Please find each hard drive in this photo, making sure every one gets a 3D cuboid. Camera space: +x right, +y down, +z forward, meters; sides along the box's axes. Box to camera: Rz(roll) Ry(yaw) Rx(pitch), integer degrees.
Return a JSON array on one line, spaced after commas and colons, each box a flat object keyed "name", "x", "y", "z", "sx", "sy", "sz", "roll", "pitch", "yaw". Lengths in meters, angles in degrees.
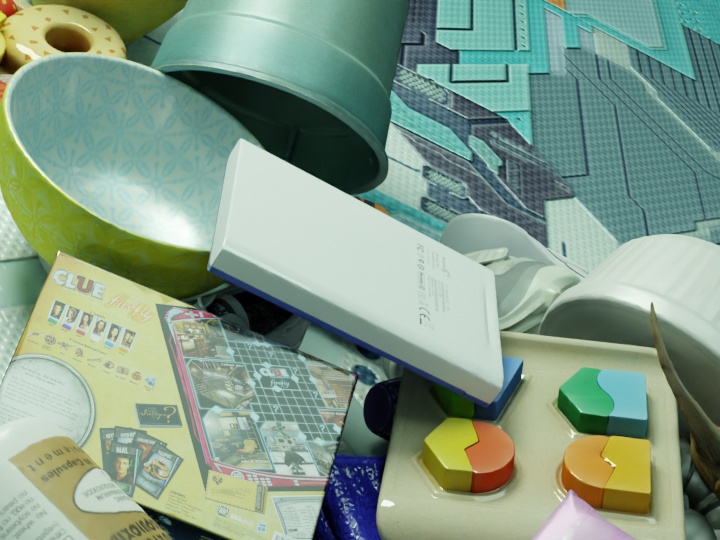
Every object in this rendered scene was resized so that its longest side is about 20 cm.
[{"name": "hard drive", "x": 0.000, "y": 0.000, "z": 1.002, "sx": 0.199, "sy": 0.025, "sz": 0.132, "roll": 27, "pitch": 31, "yaw": -16}]

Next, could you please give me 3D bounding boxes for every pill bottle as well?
[{"name": "pill bottle", "x": -0.127, "y": 0.177, "z": 0.758, "sx": 0.200, "sy": 0.115, "sz": 0.114, "roll": 42, "pitch": 32, "yaw": 15}]

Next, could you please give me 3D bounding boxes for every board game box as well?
[{"name": "board game box", "x": -0.111, "y": 0.086, "z": 0.917, "sx": 0.199, "sy": 0.035, "sz": 0.136, "roll": 23, "pitch": 55, "yaw": -9}]

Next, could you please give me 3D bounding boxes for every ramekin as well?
[{"name": "ramekin", "x": 0.238, "y": 0.063, "z": 1.144, "sx": 0.202, "sy": 0.203, "sz": 0.094, "roll": 37, "pitch": 63, "yaw": 8}]

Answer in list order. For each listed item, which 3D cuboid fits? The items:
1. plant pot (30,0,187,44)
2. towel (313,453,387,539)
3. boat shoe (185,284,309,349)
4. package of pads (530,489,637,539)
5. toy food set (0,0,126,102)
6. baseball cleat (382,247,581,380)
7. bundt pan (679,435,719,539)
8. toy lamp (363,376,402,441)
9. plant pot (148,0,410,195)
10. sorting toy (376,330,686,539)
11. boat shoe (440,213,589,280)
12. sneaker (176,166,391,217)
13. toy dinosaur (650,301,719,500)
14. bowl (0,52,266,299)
[{"name": "plant pot", "x": -0.205, "y": -0.273, "z": 1.288, "sx": 0.199, "sy": 0.142, "sz": 0.201, "roll": 23, "pitch": 32, "yaw": -16}, {"name": "towel", "x": 0.058, "y": 0.172, "z": 0.993, "sx": 0.199, "sy": 0.050, "sz": 0.148, "roll": 3, "pitch": 41, "yaw": -40}, {"name": "boat shoe", "x": -0.096, "y": 0.044, "z": 1.014, "sx": 0.199, "sy": 0.069, "sz": 0.072, "roll": -13, "pitch": 53, "yaw": -49}, {"name": "package of pads", "x": 0.105, "y": 0.228, "z": 0.827, "sx": 0.120, "sy": 0.076, "sz": 0.200, "roll": 30, "pitch": 63, "yaw": 26}, {"name": "toy food set", "x": -0.282, "y": -0.169, "z": 1.166, "sx": 0.199, "sy": 0.049, "sz": 0.198, "roll": 31, "pitch": 31, "yaw": -4}, {"name": "baseball cleat", "x": 0.077, "y": 0.039, "z": 1.186, "sx": 0.199, "sy": 0.070, "sz": 0.106, "roll": -17, "pitch": 29, "yaw": -36}, {"name": "bundt pan", "x": 0.210, "y": 0.173, "z": 1.053, "sx": 0.201, "sy": 0.076, "sz": 0.202, "roll": 39, "pitch": 18, "yaw": -15}, {"name": "toy lamp", "x": 0.090, "y": 0.106, "z": 1.110, "sx": 0.199, "sy": 0.058, "sz": 0.058, "roll": 11, "pitch": 37, "yaw": -36}, {"name": "plant pot", "x": -0.047, "y": -0.188, "z": 1.181, "sx": 0.199, "sy": 0.200, "sz": 0.198, "roll": 23, "pitch": 71, "yaw": -15}, {"name": "sorting toy", "x": 0.111, "y": 0.104, "z": 0.986, "sx": 0.183, "sy": 0.037, "sz": 0.201, "roll": 6, "pitch": 36, "yaw": 5}, {"name": "boat shoe", "x": 0.154, "y": 0.022, "z": 1.285, "sx": 0.199, "sy": 0.074, "sz": 0.065, "roll": 35, "pitch": 1, "yaw": 11}, {"name": "sneaker", "x": -0.046, "y": -0.027, "z": 1.169, "sx": 0.199, "sy": 0.078, "sz": 0.112, "roll": 29, "pitch": 20, "yaw": -6}, {"name": "toy dinosaur", "x": 0.233, "y": 0.119, "z": 1.013, "sx": 0.106, "sy": 0.060, "sz": 0.200, "roll": 48, "pitch": -2, "yaw": 44}, {"name": "bowl", "x": -0.159, "y": -0.041, "z": 1.039, "sx": 0.199, "sy": 0.108, "sz": 0.201, "roll": 23, "pitch": 32, "yaw": -15}]
